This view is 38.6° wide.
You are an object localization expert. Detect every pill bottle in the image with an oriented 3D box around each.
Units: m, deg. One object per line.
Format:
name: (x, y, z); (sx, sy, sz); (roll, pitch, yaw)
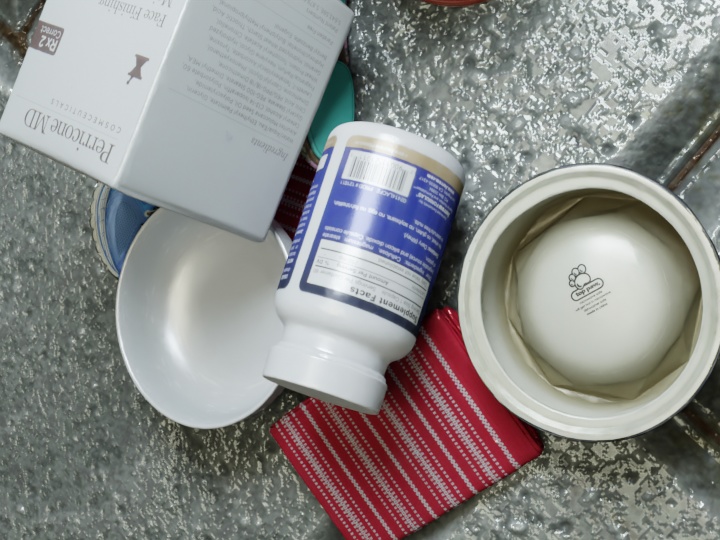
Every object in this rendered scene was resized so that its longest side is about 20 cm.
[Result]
pill bottle: (0.000, 0.000, 0.787); (0.114, 0.116, 0.203); (14, 79, 24)

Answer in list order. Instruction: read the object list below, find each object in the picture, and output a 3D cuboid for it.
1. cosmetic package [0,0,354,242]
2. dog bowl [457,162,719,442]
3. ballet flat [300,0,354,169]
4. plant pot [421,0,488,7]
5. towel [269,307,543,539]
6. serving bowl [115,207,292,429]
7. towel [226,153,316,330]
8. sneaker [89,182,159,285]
cosmetic package: (-0.141, -0.154, 0.798); (0.164, 0.164, 0.202); (23, 91, 38)
dog bowl: (0.178, 0.023, 0.778); (0.197, 0.074, 0.204); (1, 92, 26)
ballet flat: (-0.045, -0.183, 0.886); (0.071, 0.069, 0.203); (-6, 84, 45)
plant pot: (0.047, -0.317, 0.761); (0.198, 0.195, 0.204); (1, 92, 24)
towel: (0.036, 0.138, 0.856); (0.199, 0.022, 0.145); (-36, 91, 23)
serving bowl: (-0.120, 0.034, 0.899); (0.198, 0.066, 0.204); (-1, 88, 29)
towel: (-0.041, -0.014, 0.908); (0.143, 0.022, 0.203); (21, 99, 25)
sneaker: (-0.188, -0.082, 0.945); (0.088, 0.078, 0.203); (10, 96, 27)
